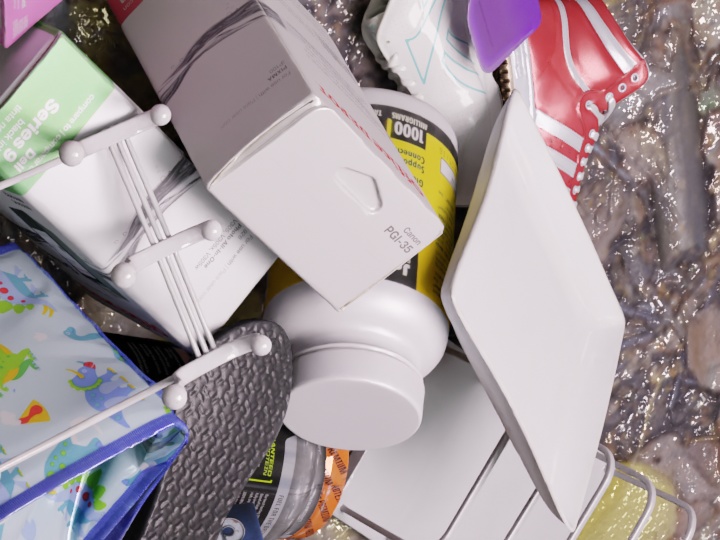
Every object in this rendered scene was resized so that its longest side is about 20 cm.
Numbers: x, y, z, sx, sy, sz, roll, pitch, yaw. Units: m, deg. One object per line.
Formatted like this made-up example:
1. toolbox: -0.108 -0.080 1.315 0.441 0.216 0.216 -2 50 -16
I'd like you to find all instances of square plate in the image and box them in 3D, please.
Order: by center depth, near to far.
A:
1. square plate: 0.104 0.025 1.604 0.199 0.028 0.201 62 31 -32

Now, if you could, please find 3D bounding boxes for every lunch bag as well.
1. lunch bag: -0.217 0.096 1.423 0.200 0.170 0.128 -40 151 -12

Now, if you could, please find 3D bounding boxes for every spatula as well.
1. spatula: 0.115 -0.201 1.650 0.200 0.020 0.057 -57 138 -44

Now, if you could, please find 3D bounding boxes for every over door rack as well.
1. over door rack: -0.154 0.016 1.340 0.199 0.067 0.149 -25 96 -25

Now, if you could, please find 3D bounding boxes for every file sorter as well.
1. file sorter: 0.106 0.158 1.723 0.200 0.124 0.139 36 82 -36

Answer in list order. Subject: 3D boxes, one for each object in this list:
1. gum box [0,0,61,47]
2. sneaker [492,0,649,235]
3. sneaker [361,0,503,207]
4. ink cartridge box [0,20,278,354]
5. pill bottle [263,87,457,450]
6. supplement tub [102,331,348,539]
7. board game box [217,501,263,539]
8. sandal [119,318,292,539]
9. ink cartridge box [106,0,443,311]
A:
1. gum box: -0.213 -0.232 1.377 0.113 0.066 0.200 -42 81 -18
2. sneaker: 0.134 -0.084 1.708 0.112 0.071 0.202 -14 108 -27
3. sneaker: 0.040 -0.136 1.640 0.080 0.070 0.202 -13 103 -23
4. ink cartridge box: -0.159 -0.055 1.470 0.084 0.146 0.200 -51 124 -9
5. pill bottle: 0.000 0.000 1.560 0.112 0.112 0.201 31 49 -36
6. supplement tub: -0.113 0.105 1.560 0.199 0.122 0.123 11 97 -35
7. board game box: -0.162 0.198 1.530 0.199 0.035 0.136 -7 146 -15
8. sandal: -0.102 0.115 1.464 0.075 0.048 0.201 34 76 -41
9. ink cartridge box: -0.052 -0.094 1.479 0.083 0.200 0.146 -38 136 9
